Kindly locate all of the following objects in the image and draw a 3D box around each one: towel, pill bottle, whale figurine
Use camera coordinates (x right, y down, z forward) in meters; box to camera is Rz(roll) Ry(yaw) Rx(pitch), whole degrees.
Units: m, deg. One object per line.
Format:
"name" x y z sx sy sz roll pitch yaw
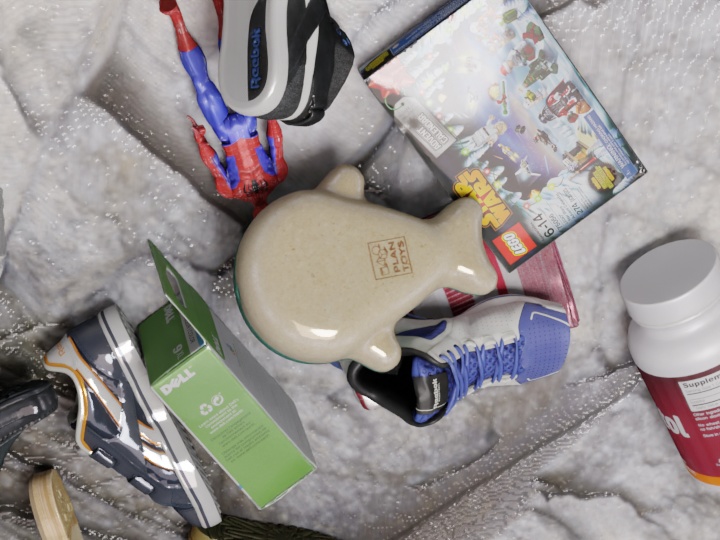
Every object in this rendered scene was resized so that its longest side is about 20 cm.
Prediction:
"towel" 0.069 0.021 1.510 0.199 0.023 0.145 -23 117 0
"pill bottle" 0.289 0.077 1.533 0.113 0.113 0.201 -28 117 2
"whale figurine" 0.000 0.000 1.411 0.199 0.104 0.160 -13 84 -16

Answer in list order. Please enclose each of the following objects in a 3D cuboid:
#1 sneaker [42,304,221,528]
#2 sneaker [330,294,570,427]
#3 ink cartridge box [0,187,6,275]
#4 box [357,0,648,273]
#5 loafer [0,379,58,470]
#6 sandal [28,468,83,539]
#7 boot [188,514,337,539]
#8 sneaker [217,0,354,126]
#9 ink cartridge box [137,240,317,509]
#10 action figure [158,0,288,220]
"sneaker" -0.182 0.129 1.478 0.079 0.078 0.201 -27 107 -3
"sneaker" 0.071 0.078 1.461 0.198 0.115 0.081 -1 115 -9
"ink cartridge box" -0.330 0.040 1.363 0.083 0.144 0.201 17 111 -19
"box" 0.111 -0.115 1.430 0.137 0.040 0.200 -36 110 7
"loafer" -0.309 0.152 1.450 0.200 0.068 0.071 -33 93 19
"sandal" -0.206 0.253 1.533 0.069 0.078 0.213 -16 113 3
"boot" -0.096 0.315 1.597 0.174 0.066 0.201 17 111 -6
"sneaker" -0.048 -0.205 1.355 0.112 0.073 0.201 11 87 -59
"ink cartridge box" -0.121 0.082 1.452 0.059 0.104 0.200 -36 118 6
"action figure" -0.097 -0.115 1.395 0.065 0.052 0.201 -21 121 -5
